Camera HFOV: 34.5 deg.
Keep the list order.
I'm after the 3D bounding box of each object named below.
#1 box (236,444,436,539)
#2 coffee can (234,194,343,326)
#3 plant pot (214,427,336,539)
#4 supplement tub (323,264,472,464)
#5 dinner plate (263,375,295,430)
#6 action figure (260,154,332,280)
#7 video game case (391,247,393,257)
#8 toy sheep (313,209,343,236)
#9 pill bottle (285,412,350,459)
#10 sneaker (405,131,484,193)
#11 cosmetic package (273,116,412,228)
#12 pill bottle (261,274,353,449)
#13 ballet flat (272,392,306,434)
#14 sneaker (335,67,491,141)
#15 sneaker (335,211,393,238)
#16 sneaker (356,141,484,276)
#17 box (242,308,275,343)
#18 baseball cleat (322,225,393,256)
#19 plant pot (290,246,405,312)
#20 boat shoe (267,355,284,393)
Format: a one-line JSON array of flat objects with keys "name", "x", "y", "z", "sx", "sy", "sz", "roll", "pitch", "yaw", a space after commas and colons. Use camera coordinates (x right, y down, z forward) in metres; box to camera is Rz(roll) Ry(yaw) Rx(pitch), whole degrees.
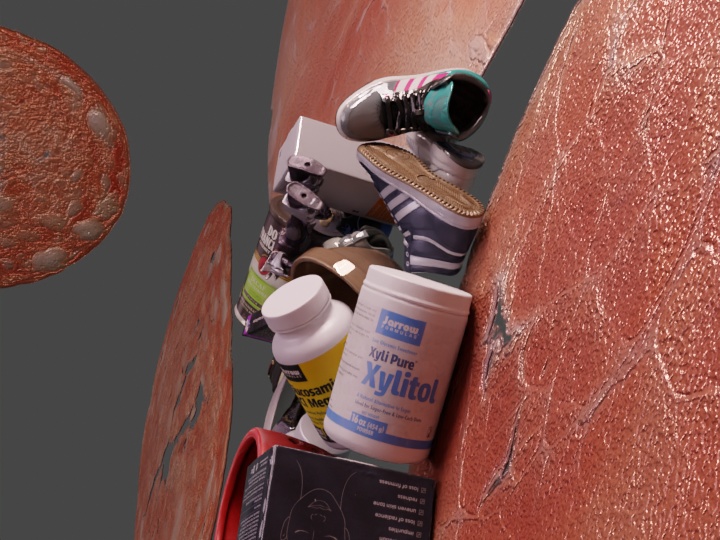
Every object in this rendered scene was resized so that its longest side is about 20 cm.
[{"name": "box", "x": -0.034, "y": 0.319, "z": 1.280, "sx": 0.124, "sy": 0.197, "sz": 0.199, "roll": 134, "pitch": 148, "yaw": -60}, {"name": "coffee can", "x": -0.109, "y": -0.001, "z": 1.900, "sx": 0.147, "sy": 0.144, "sz": 0.202, "roll": -109, "pitch": 37, "yaw": -62}, {"name": "plant pot", "x": -0.075, "y": 0.313, "z": 1.450, "sx": 0.200, "sy": 0.180, "sz": 0.204, "roll": -166, "pitch": 90, "yaw": -73}, {"name": "supplement tub", "x": 0.042, "y": 0.107, "z": 1.331, "sx": 0.132, "sy": 0.130, "sz": 0.203, "roll": -150, "pitch": 75, "yaw": -73}, {"name": "dinner plate", "x": -0.118, "y": 0.229, "z": 1.781, "sx": 0.200, "sy": 0.024, "sz": 0.203, "roll": 14, "pitch": -90, "yaw": -76}, {"name": "action figure", "x": -0.082, "y": -0.058, "z": 1.542, "sx": 0.201, "sy": 0.068, "sz": 0.131, "roll": 103, "pitch": -173, "yaw": -57}, {"name": "video game case", "x": 0.005, "y": 0.081, "z": 1.673, "sx": 0.143, "sy": 0.018, "sz": 0.203, "roll": 134, "pitch": 147, "yaw": -61}, {"name": "toy sheep", "x": -0.042, "y": -0.115, "z": 1.792, "sx": 0.201, "sy": 0.136, "sz": 0.139, "roll": -75, "pitch": 10, "yaw": -56}, {"name": "pill bottle", "x": -0.081, "y": 0.294, "z": 1.610, "sx": 0.113, "sy": 0.110, "sz": 0.202, "roll": -98, "pitch": 28, "yaw": -53}, {"name": "sneaker", "x": 0.094, "y": -0.133, "z": 1.478, "sx": 0.200, "sy": 0.073, "sz": 0.088, "roll": -117, "pitch": 39, "yaw": -67}, {"name": "cosmetic package", "x": -0.010, "y": -0.132, "z": 1.586, "sx": 0.101, "sy": 0.197, "sz": 0.072, "roll": 133, "pitch": 148, "yaw": -59}, {"name": "pill bottle", "x": -0.040, "y": 0.111, "z": 1.428, "sx": 0.111, "sy": 0.202, "sz": 0.113, "roll": -24, "pitch": 23, "yaw": 11}, {"name": "ballet flat", "x": -0.073, "y": 0.208, "z": 1.730, "sx": 0.072, "sy": 0.071, "sz": 0.201, "roll": -60, "pitch": 1, "yaw": 41}, {"name": "sneaker", "x": 0.075, "y": -0.194, "z": 1.407, "sx": 0.121, "sy": 0.197, "sz": 0.085, "roll": -138, "pitch": 32, "yaw": -69}, {"name": "sneaker", "x": 0.011, "y": -0.118, "z": 1.700, "sx": 0.202, "sy": 0.077, "sz": 0.070, "roll": -83, "pitch": 20, "yaw": -46}, {"name": "sneaker", "x": 0.059, "y": -0.071, "z": 1.408, "sx": 0.199, "sy": 0.070, "sz": 0.110, "roll": 37, "pitch": 129, "yaw": 34}, {"name": "box", "x": -0.078, "y": 0.086, "z": 1.665, "sx": 0.200, "sy": 0.141, "sz": 0.037, "roll": 158, "pitch": 127, "yaw": -69}, {"name": "baseball cleat", "x": 0.000, "y": 0.000, "z": 1.628, "sx": 0.200, "sy": 0.105, "sz": 0.071, "roll": 75, "pitch": 171, "yaw": -73}, {"name": "plant pot", "x": 0.009, "y": 0.041, "z": 1.493, "sx": 0.092, "sy": 0.202, "sz": 0.201, "roll": -38, "pitch": 1, "yaw": -25}, {"name": "boat shoe", "x": -0.093, "y": 0.115, "z": 1.845, "sx": 0.063, "sy": 0.073, "sz": 0.203, "roll": 54, "pitch": 127, "yaw": 45}]
